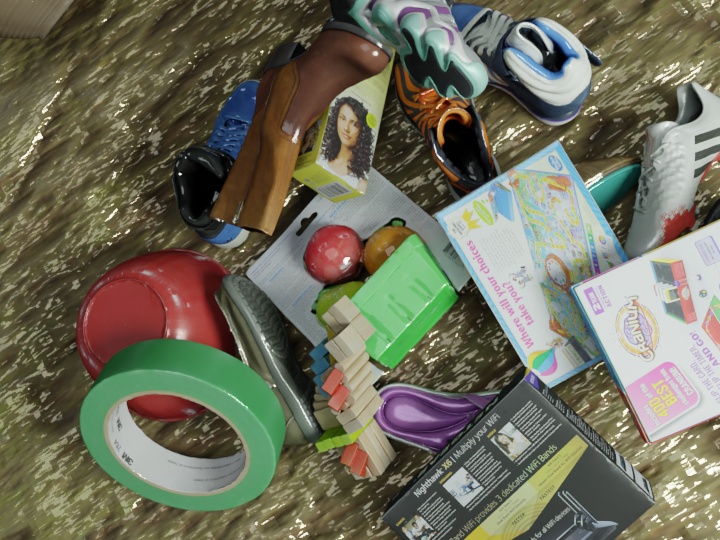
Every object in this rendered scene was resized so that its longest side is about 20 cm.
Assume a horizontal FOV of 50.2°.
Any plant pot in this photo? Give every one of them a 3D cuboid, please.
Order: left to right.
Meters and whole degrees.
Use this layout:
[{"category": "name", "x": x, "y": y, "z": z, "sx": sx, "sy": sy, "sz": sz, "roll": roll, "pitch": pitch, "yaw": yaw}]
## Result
[{"category": "plant pot", "x": -0.394, "y": -0.348, "z": 0.934, "sx": 0.093, "sy": 0.201, "sz": 0.201, "roll": 40, "pitch": 90, "yaw": -25}]

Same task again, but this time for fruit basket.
[{"category": "fruit basket", "x": 0.000, "y": 0.000, "z": 0.822, "sx": 0.185, "sy": 0.094, "sz": 0.200, "roll": -48, "pitch": 59, "yaw": 0}]

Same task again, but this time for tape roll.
[{"category": "tape roll", "x": -0.177, "y": 0.160, "z": 0.774, "sx": 0.200, "sy": 0.048, "sz": 0.201, "roll": 5, "pitch": 125, "yaw": 7}]

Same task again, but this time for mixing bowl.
[{"category": "mixing bowl", "x": -0.231, "y": 0.065, "z": 0.837, "sx": 0.200, "sy": 0.108, "sz": 0.200, "roll": -2, "pitch": 80, "yaw": 12}]

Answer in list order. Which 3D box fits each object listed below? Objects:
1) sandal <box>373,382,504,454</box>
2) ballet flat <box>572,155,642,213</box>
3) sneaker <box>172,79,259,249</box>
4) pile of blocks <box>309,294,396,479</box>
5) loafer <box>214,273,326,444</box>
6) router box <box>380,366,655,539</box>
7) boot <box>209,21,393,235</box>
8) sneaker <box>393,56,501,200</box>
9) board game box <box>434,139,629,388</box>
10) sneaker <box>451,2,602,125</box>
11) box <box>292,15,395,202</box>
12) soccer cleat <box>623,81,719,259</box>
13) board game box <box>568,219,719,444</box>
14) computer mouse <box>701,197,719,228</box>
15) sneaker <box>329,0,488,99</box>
[{"category": "sandal", "x": 0.105, "y": 0.158, "z": 0.776, "sx": 0.202, "sy": 0.050, "sz": 0.083, "roll": 3, "pitch": 81, "yaw": 13}, {"category": "ballet flat", "x": 0.196, "y": -0.060, "z": 0.797, "sx": 0.200, "sy": 0.068, "sz": 0.072, "roll": -45, "pitch": 55, "yaw": 5}, {"category": "sneaker", "x": -0.148, "y": -0.131, "z": 0.852, "sx": 0.077, "sy": 0.111, "sz": 0.200, "roll": 13, "pitch": 83, "yaw": 14}, {"category": "pile of blocks", "x": -0.024, "y": 0.126, "z": 0.752, "sx": 0.082, "sy": 0.062, "sz": 0.200, "roll": 2, "pitch": 113, "yaw": 28}, {"category": "loafer", "x": -0.107, "y": 0.100, "z": 0.808, "sx": 0.070, "sy": 0.075, "sz": 0.200, "roll": -27, "pitch": 89, "yaw": 14}, {"category": "router box", "x": 0.144, "y": 0.217, "z": 0.723, "sx": 0.157, "sy": 0.052, "sz": 0.200, "roll": 44, "pitch": 105, "yaw": 6}, {"category": "boot", "x": -0.065, "y": -0.131, "z": 0.735, "sx": 0.188, "sy": 0.068, "sz": 0.200, "roll": 10, "pitch": 74, "yaw": 46}, {"category": "sneaker", "x": 0.092, "y": -0.165, "z": 0.805, "sx": 0.078, "sy": 0.112, "sz": 0.200, "roll": -30, "pitch": 75, "yaw": 5}, {"category": "board game box", "x": 0.179, "y": -0.003, "z": 0.735, "sx": 0.134, "sy": 0.034, "sz": 0.200, "roll": -31, "pitch": 92, "yaw": 10}, {"category": "sneaker", "x": 0.152, "y": -0.237, "z": 0.787, "sx": 0.200, "sy": 0.146, "sz": 0.081, "roll": 43, "pitch": 91, "yaw": 15}, {"category": "box", "x": -0.016, "y": -0.179, "z": 0.825, "sx": 0.050, "sy": 0.075, "sz": 0.200, "roll": -12, "pitch": 60, "yaw": 44}, {"category": "soccer cleat", "x": 0.299, "y": -0.097, "z": 0.747, "sx": 0.085, "sy": 0.069, "sz": 0.200, "roll": 41, "pitch": 74, "yaw": -12}, {"category": "board game box", "x": 0.307, "y": 0.040, "z": 0.670, "sx": 0.200, "sy": 0.040, "sz": 0.153, "roll": -25, "pitch": 80, "yaw": 9}, {"category": "computer mouse", "x": 0.322, "y": 0.015, "z": 0.760, "sx": 0.140, "sy": 0.046, "sz": 0.200, "roll": 12, "pitch": 94, "yaw": 10}, {"category": "sneaker", "x": 0.079, "y": -0.267, "z": 0.771, "sx": 0.200, "sy": 0.078, "sz": 0.140, "roll": 41, "pitch": 72, "yaw": 19}]
